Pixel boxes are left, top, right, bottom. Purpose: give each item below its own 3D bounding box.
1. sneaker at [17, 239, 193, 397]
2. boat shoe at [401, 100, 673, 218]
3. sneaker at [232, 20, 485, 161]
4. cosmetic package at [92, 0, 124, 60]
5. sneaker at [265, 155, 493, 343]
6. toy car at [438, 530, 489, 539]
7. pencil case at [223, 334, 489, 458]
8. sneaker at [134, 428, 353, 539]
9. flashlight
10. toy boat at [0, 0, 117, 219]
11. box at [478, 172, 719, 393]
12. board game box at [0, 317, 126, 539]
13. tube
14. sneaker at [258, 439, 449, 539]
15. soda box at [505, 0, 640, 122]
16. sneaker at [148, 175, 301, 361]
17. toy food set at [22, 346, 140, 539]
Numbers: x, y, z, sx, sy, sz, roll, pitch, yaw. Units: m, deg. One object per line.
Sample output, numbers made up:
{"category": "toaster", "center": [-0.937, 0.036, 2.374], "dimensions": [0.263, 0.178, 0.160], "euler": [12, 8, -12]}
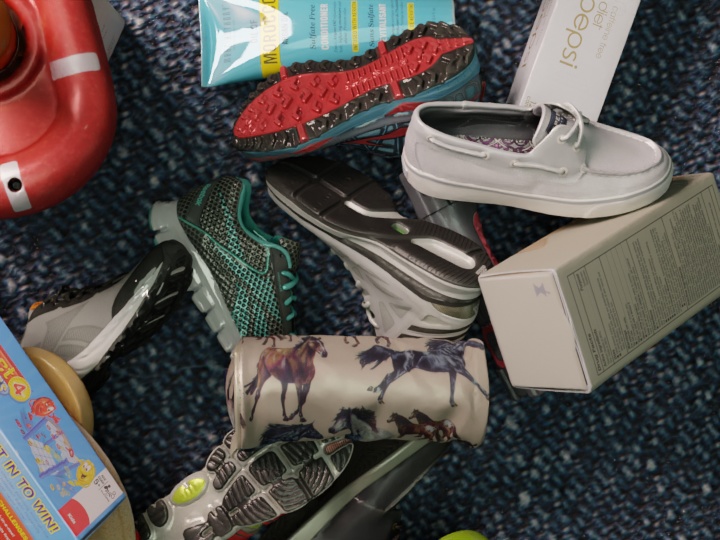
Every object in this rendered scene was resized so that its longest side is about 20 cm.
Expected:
{"category": "sneaker", "center": [-0.201, 0.038, 0.854], "dimensions": [0.200, 0.074, 0.080], "euler": [-40, 85, 27]}
{"category": "boat shoe", "center": [0.130, -0.091, 0.836], "dimensions": [0.198, 0.069, 0.073], "euler": [8, 52, 5]}
{"category": "sneaker", "center": [0.001, -0.111, 0.882], "dimensions": [0.198, 0.096, 0.080], "euler": [-14, 52, 12]}
{"category": "cosmetic package", "center": [-0.280, -0.152, 0.800], "dimensions": [0.164, 0.200, 0.166], "euler": [26, 91, -6]}
{"category": "sneaker", "center": [0.000, 0.000, 0.894], "dimensions": [0.200, 0.076, 0.116], "euler": [32, 131, 20]}
{"category": "toy car", "center": [0.076, 0.301, 0.856], "dimensions": [0.174, 0.149, 0.202], "euler": [15, 92, -44]}
{"category": "pencil case", "center": [0.001, 0.090, 0.834], "dimensions": [0.198, 0.078, 0.090], "euler": [1, 133, -12]}
{"category": "sneaker", "center": [-0.092, 0.171, 0.892], "dimensions": [0.199, 0.085, 0.077], "euler": [-32, 75, 5]}
{"category": "flashlight", "center": [0.104, 0.000, 0.911], "dimensions": [0.067, 0.068, 0.201], "euler": [-27, 91, 2]}
{"category": "toy boat", "center": [-0.213, -0.128, 0.642], "dimensions": [0.129, 0.131, 0.202], "euler": [-16, 96, -6]}
{"category": "box", "center": [0.189, 0.006, 0.856], "dimensions": [0.199, 0.077, 0.096], "euler": [-26, 103, -36]}
{"category": "board game box", "center": [-0.291, 0.124, 0.799], "dimensions": [0.195, 0.056, 0.201], "euler": [-30, 97, 32]}
{"category": "tube", "center": [-0.026, -0.185, 0.899], "dimensions": [0.198, 0.050, 0.078], "euler": [-2, 82, 0]}
{"category": "sneaker", "center": [0.013, 0.202, 0.916], "dimensions": [0.200, 0.075, 0.106], "euler": [-42, 103, 5]}
{"category": "soda box", "center": [0.176, -0.204, 0.898], "dimensions": [0.063, 0.068, 0.202], "euler": [19, 92, -5]}
{"category": "sneaker", "center": [-0.076, 0.016, 0.885], "dimensions": [0.091, 0.078, 0.201], "euler": [-33, 97, 5]}
{"category": "toy food set", "center": [-0.248, 0.164, 0.859], "dimensions": [0.197, 0.049, 0.201], "euler": [-28, 98, 32]}
